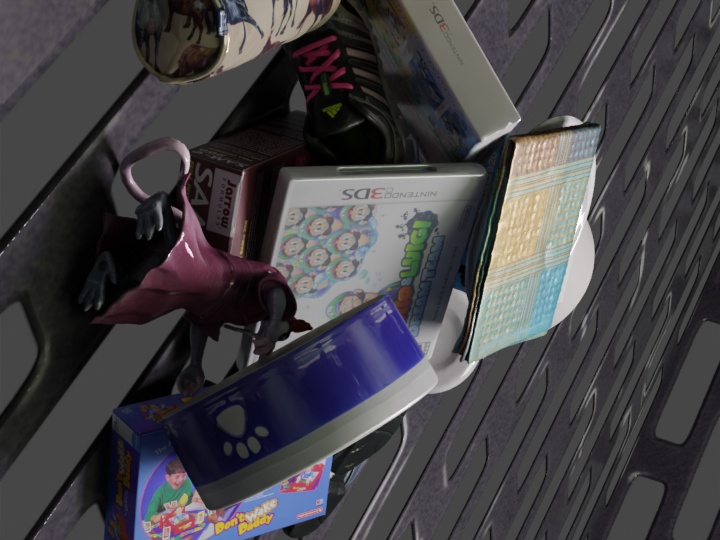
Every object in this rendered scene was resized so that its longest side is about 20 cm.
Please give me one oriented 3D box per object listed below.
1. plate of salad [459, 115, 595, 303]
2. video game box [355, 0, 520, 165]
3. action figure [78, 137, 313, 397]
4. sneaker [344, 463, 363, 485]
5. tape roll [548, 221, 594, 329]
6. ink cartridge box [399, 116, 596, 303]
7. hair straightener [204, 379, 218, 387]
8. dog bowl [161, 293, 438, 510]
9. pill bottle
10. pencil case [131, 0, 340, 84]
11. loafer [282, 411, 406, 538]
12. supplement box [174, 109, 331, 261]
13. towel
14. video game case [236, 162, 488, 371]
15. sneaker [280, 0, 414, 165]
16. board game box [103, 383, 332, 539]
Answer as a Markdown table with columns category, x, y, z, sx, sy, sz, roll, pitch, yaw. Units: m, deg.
| category | x | y | z | sx | sy | sz | roll | pitch | yaw |
| --- | --- | --- | --- | --- | --- | --- | --- | --- | --- |
| plate of salad | 0.147 | -0.046 | 1.388 | 0.200 | 0.048 | 0.200 | -35 | 138 | -38 |
| video game box | 0.053 | -0.181 | 1.312 | 0.047 | 0.200 | 0.182 | -29 | 175 | -8 |
| action figure | -0.117 | 0.008 | 1.176 | 0.200 | 0.134 | 0.149 | 20 | 61 | -46 |
| sneaker | -0.030 | 0.132 | 1.577 | 0.146 | 0.077 | 0.202 | 7 | 91 | -78 |
| tape roll | 0.151 | -0.034 | 1.722 | 0.203 | 0.203 | 0.139 | -70 | 159 | -9 |
| ink cartridge box | 0.096 | -0.064 | 1.516 | 0.147 | 0.200 | 0.145 | 5 | 100 | -50 |
| hair straightener | -0.136 | 0.178 | 1.379 | 0.077 | 0.041 | 0.200 | -47 | 147 | -50 |
| dog bowl | -0.047 | 0.098 | 1.169 | 0.079 | 0.200 | 0.200 | 60 | 29 | 0 |
| pill bottle | 0.050 | 0.063 | 1.581 | 0.200 | 0.112 | 0.112 | -177 | -75 | -80 |
| pencil case | -0.086 | -0.202 | 1.158 | 0.200 | 0.078 | 0.089 | -38 | 155 | -57 |
| loafer | -0.025 | 0.156 | 1.467 | 0.200 | 0.072 | 0.073 | -50 | 154 | 4 |
| supplement box | -0.082 | -0.061 | 1.302 | 0.200 | 0.061 | 0.109 | -32 | 136 | -61 |
| towel | 0.143 | -0.027 | 1.335 | 0.147 | 0.022 | 0.200 | -14 | 122 | -51 |
| video game case | 0.000 | 0.000 | 1.290 | 0.182 | 0.024 | 0.200 | -4 | 128 | -26 |
| sneaker | -0.019 | -0.149 | 1.277 | 0.200 | 0.074 | 0.087 | 64 | 23 | -20 |
| board game box | -0.113 | 0.163 | 1.300 | 0.200 | 0.045 | 0.135 | -11 | 120 | -37 |
